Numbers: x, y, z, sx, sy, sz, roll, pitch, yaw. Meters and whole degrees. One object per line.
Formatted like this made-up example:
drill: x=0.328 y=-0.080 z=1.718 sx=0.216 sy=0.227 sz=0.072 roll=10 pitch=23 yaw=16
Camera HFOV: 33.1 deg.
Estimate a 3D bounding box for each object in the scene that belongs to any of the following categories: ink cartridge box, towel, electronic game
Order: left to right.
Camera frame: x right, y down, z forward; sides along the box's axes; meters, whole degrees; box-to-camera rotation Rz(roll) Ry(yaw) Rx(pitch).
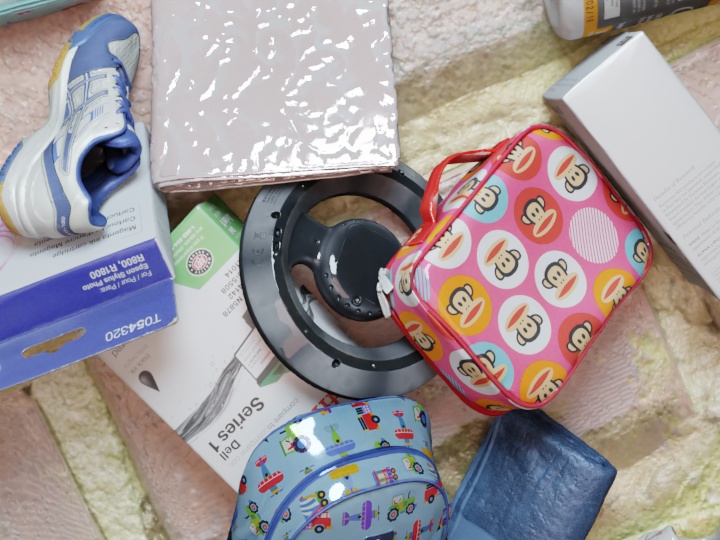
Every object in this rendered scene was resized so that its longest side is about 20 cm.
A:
ink cartridge box: x=-0.238 y=-0.009 z=0.912 sx=0.194 sy=0.201 sz=0.044 roll=-21 pitch=132 yaw=3
ink cartridge box: x=-0.101 y=0.064 z=0.969 sx=0.200 sy=0.084 sz=0.146 roll=45 pitch=97 yaw=-5
towel: x=-0.067 y=-0.162 z=0.928 sx=0.188 sy=0.032 sz=0.203 roll=-3 pitch=74 yaw=1
electronic game: x=0.000 y=0.000 z=0.938 sx=0.197 sy=0.042 sz=0.203 roll=7 pitch=73 yaw=-24
towel: x=0.118 y=0.217 z=0.986 sx=0.111 sy=0.048 sz=0.202 roll=32 pitch=98 yaw=30

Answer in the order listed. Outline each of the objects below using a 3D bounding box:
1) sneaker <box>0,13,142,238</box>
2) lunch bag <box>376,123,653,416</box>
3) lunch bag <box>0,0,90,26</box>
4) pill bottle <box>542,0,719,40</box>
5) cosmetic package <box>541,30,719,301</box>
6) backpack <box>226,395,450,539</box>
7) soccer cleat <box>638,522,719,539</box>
sneaker: x=-0.193 y=-0.106 z=0.911 sx=0.087 sy=0.076 sz=0.202 roll=6 pitch=61 yaw=21
lunch bag: x=0.112 y=-0.010 z=0.921 sx=0.176 sy=0.082 sz=0.200 roll=47 pitch=65 yaw=-7
lunch bag: x=-0.276 y=-0.294 z=0.921 sx=0.158 sy=0.077 sz=0.203 roll=-13 pitch=98 yaw=3
pill bottle: x=0.232 y=-0.250 z=0.902 sx=0.197 sy=0.116 sz=0.118 roll=-13 pitch=98 yaw=3
cosmetic package: x=0.235 y=-0.082 z=0.931 sx=0.081 sy=0.113 sz=0.200 roll=-41 pitch=95 yaw=6
backpack: x=-0.008 y=0.199 z=0.910 sx=0.180 sy=0.135 sz=0.202 roll=-6 pitch=129 yaw=-28
soccer cleat: x=0.226 y=0.253 z=0.999 sx=0.197 sy=0.070 sz=0.087 roll=-13 pitch=115 yaw=-6
